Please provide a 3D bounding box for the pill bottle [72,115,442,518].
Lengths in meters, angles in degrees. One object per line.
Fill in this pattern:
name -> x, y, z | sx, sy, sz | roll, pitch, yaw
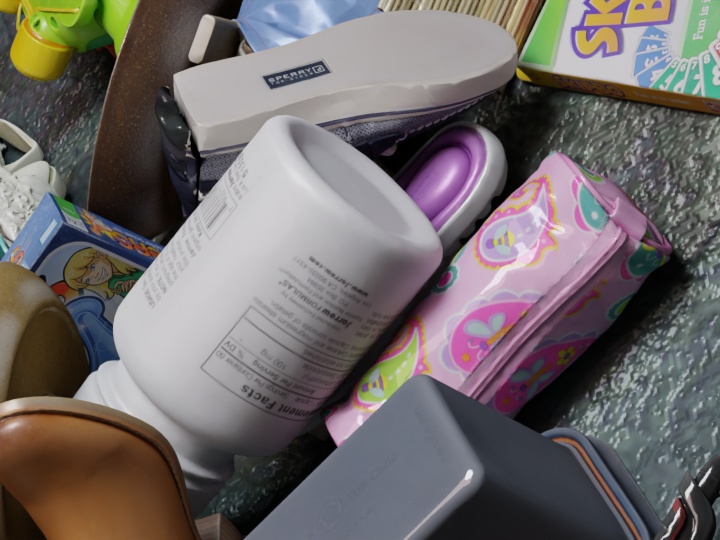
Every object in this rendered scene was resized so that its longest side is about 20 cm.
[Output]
pill bottle -> -0.060, 0.030, 1.409 | 0.200, 0.114, 0.114 | -50, 41, 15

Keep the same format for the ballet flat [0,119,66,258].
ballet flat -> -0.226, -0.056, 1.756 | 0.072, 0.072, 0.200 | -50, 41, 6

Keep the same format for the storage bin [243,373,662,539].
storage bin -> 0.030, 0.155, 1.318 | 0.200, 0.134, 0.146 | -45, 42, 13

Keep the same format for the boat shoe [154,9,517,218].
boat shoe -> -0.012, -0.074, 1.479 | 0.199, 0.093, 0.075 | -12, 42, -13

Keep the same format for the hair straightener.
hair straightener -> 0.150, 0.170, 1.274 | 0.077, 0.041, 0.200 | 28, 75, 17

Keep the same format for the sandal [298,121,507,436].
sandal -> -0.004, -0.003, 1.478 | 0.203, 0.050, 0.082 | -53, 41, 0

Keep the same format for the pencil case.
pencil case -> 0.066, 0.035, 1.397 | 0.200, 0.087, 0.087 | -48, 41, 7

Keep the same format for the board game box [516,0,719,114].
board game box -> 0.164, -0.135, 1.464 | 0.200, 0.030, 0.096 | 13, 73, 50

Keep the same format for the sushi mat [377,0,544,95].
sushi mat -> 0.084, -0.208, 1.534 | 0.012, 0.095, 0.201 | 4, 67, 61

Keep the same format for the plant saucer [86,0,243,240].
plant saucer -> -0.105, -0.099, 1.588 | 0.037, 0.200, 0.201 | 17, 73, 7

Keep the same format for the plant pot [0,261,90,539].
plant pot -> -0.171, 0.095, 1.425 | 0.027, 0.200, 0.201 | -1, 60, 12

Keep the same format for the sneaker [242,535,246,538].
sneaker -> -0.132, 0.174, 1.503 | 0.199, 0.078, 0.086 | -20, 51, 34

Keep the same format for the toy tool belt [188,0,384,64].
toy tool belt -> -0.007, -0.162, 1.546 | 0.125, 0.123, 0.200 | 30, 77, 42

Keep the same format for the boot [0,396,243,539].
boot -> -0.114, 0.161, 1.319 | 0.073, 0.200, 0.155 | -23, 45, 28

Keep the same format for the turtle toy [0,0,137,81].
turtle toy -> -0.157, -0.186, 1.744 | 0.146, 0.101, 0.200 | -61, 38, 30

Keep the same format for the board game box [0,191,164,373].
board game box -> -0.172, 0.067, 1.547 | 0.200, 0.135, 0.034 | -55, 37, 14

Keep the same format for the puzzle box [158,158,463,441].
puzzle box -> -0.030, -0.009, 1.566 | 0.133, 0.025, 0.200 | -51, 41, 6
